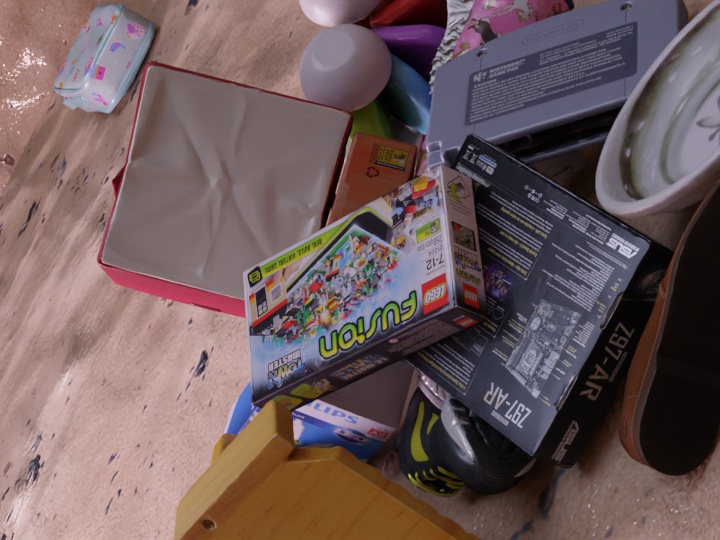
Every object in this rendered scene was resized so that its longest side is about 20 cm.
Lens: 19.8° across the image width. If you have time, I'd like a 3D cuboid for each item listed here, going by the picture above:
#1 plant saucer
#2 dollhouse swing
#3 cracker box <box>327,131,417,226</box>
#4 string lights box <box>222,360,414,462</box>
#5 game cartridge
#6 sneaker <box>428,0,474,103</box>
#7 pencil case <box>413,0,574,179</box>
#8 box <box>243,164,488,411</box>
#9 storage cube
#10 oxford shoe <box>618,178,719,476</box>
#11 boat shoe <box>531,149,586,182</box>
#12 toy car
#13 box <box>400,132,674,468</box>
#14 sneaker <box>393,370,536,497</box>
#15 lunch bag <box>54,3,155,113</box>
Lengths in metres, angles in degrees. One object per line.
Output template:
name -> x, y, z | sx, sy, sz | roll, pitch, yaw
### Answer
plant saucer -> 0.237, -0.106, 1.344 | 0.200, 0.050, 0.201 | -47, 18, 21
dollhouse swing -> -0.003, 0.159, 1.419 | 0.182, 0.199, 0.176 | -48, 14, 33
cracker box -> 0.000, 0.000, 1.679 | 0.200, 0.057, 0.135 | 98, -174, -61
string lights box -> -0.039, 0.114, 1.620 | 0.200, 0.102, 0.059 | 126, 163, -62
game cartridge -> 0.146, -0.137, 1.517 | 0.198, 0.042, 0.134 | -16, 34, 21
sneaker -> 0.112, -0.207, 1.770 | 0.069, 0.099, 0.202 | 3, 92, 28
pencil case -> 0.107, -0.137, 1.657 | 0.083, 0.086, 0.201 | 69, -140, -71
box -> 0.000, 0.016, 1.455 | 0.199, 0.035, 0.111 | -28, 56, 36
storage cube -> -0.112, -0.057, 1.700 | 0.180, 0.198, 0.173 | 128, 157, -84
oxford shoe -> 0.203, 0.024, 1.266 | 0.201, 0.071, 0.071 | -66, 16, -5
boat shoe -> 0.083, -0.046, 1.551 | 0.199, 0.066, 0.074 | -34, 23, 3
toy car -> 0.032, -0.192, 1.844 | 0.149, 0.175, 0.202 | -9, 60, 13
box -> 0.107, 0.017, 1.404 | 0.200, 0.043, 0.161 | 35, 99, 47
sneaker -> 0.072, 0.129, 1.462 | 0.200, 0.074, 0.085 | -115, 49, -76
lunch bag -> -0.381, -0.310, 3.060 | 0.162, 0.077, 0.200 | -66, 20, -4
